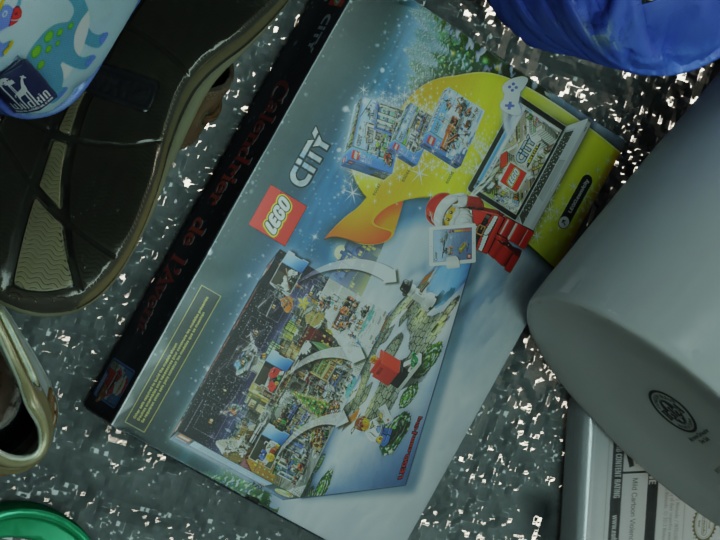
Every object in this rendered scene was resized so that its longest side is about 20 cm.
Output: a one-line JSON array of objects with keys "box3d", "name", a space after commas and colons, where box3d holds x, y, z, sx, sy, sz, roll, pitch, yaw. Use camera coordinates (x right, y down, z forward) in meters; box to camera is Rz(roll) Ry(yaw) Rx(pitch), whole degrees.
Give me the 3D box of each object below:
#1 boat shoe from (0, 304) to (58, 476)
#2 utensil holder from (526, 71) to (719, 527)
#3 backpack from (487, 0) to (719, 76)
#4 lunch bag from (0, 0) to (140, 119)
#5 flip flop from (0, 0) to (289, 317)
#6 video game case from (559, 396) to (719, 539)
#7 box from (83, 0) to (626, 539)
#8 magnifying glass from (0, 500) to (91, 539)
[{"box3d": [-0.177, -0.007, 0.859, 0.075, 0.068, 0.200, -47, 113, -10], "name": "boat shoe"}, {"box3d": [0.186, -0.009, 0.950, 0.200, 0.170, 0.170, -47, 113, -13], "name": "utensil holder"}, {"box3d": [0.101, -0.172, 0.899, 0.162, 0.168, 0.200, -26, 111, -10], "name": "backpack"}, {"box3d": [-0.107, -0.160, 0.806, 0.200, 0.082, 0.161, -57, 156, -14], "name": "lunch bag"}, {"box3d": [-0.081, -0.068, 0.890, 0.081, 0.058, 0.200, 22, 70, 7], "name": "flip flop"}, {"box3d": [0.168, 0.150, 1.058, 0.182, 0.023, 0.201, -1, 98, -23], "name": "video game case"}, {"box3d": [0.000, 0.000, 0.952, 0.136, 0.038, 0.200, 31, 86, -24], "name": "box"}, {"box3d": [-0.160, 0.183, 0.926, 0.079, 0.022, 0.200, 25, 87, -25], "name": "magnifying glass"}]
